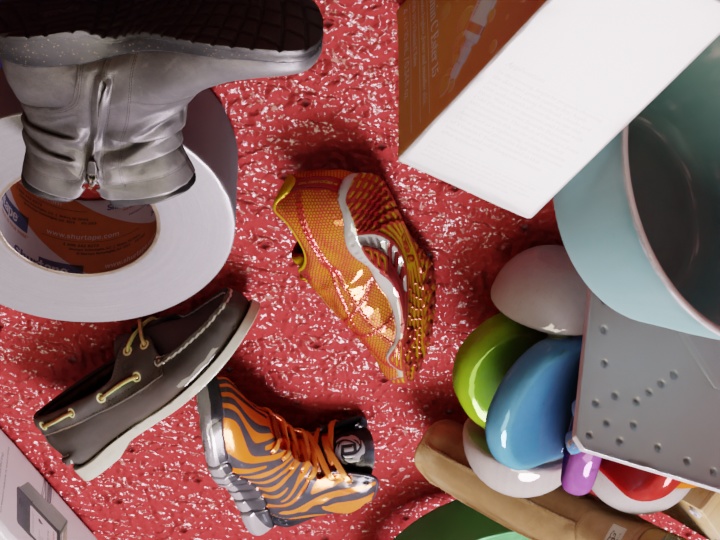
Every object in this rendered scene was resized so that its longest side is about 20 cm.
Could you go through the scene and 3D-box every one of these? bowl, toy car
[{"bbox_3d":[0.193,-0.046,1.392,0.200,0.202,0.105,30,152,-30],"label":"bowl"},{"bbox_3d":[0.161,0.090,1.530,0.198,0.150,0.176,9,116,-5],"label":"toy car"}]

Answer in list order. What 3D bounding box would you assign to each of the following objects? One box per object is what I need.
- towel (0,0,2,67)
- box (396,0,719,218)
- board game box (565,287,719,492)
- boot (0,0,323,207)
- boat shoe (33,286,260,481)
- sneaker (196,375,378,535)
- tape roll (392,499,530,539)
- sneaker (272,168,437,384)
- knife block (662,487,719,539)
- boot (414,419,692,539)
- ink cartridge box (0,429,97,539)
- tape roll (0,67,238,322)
[{"bbox_3d":[-0.156,-0.197,1.307,0.146,0.050,0.201,2,138,3],"label":"towel"},{"bbox_3d":[0.113,-0.146,1.301,0.097,0.125,0.200,23,134,-24],"label":"box"},{"bbox_3d":[0.227,0.047,1.478,0.199,0.201,0.026,17,155,-20],"label":"board game box"},{"bbox_3d":[-0.108,-0.099,1.320,0.198,0.070,0.132,4,132,16],"label":"boot"},{"bbox_3d":[-0.151,0.071,1.600,0.061,0.072,0.201,43,119,-11],"label":"boat shoe"},{"bbox_3d":[-0.049,0.122,1.666,0.111,0.078,0.200,-12,152,7],"label":"sneaker"},{"bbox_3d":[0.103,0.256,1.796,0.199,0.048,0.201,-9,132,-10],"label":"tape roll"},{"bbox_3d":[0.000,0.000,1.534,0.077,0.073,0.201,7,141,28],"label":"sneaker"},{"bbox_3d":[0.273,0.104,1.657,0.176,0.200,0.064,-50,133,-12],"label":"knife block"},{"bbox_3d":[0.156,0.183,1.675,0.199,0.066,0.175,25,168,34],"label":"boot"},{"bbox_3d":[-0.308,0.200,1.743,0.145,0.084,0.200,-14,137,17],"label":"ink cartridge box"},{"bbox_3d":[-0.176,-0.054,1.457,0.199,0.067,0.201,1,140,1],"label":"tape roll"}]
